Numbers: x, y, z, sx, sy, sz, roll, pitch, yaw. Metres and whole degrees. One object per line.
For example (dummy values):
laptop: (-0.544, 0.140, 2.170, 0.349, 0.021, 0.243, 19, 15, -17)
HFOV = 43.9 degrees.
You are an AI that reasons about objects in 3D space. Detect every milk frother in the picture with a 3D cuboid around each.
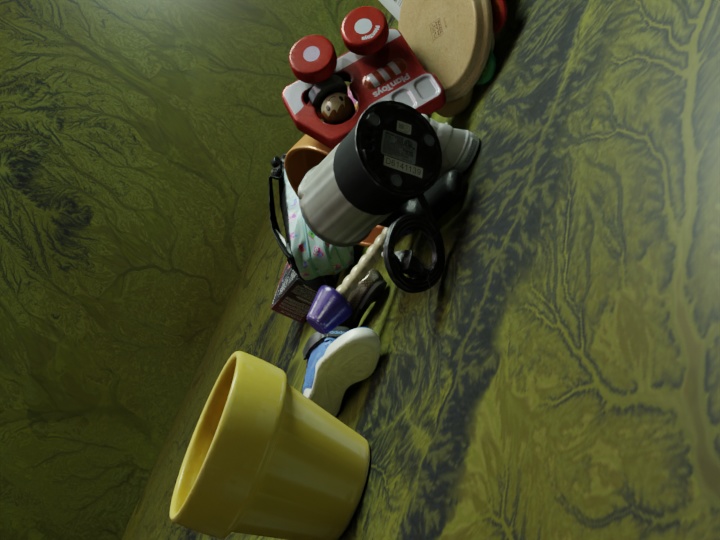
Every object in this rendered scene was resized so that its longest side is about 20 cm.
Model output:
milk frother: (0.017, -0.064, 1.096, 0.188, 0.179, 0.203, -36, 26, 59)

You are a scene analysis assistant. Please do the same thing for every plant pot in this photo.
plant pot: (-0.098, 0.223, 1.034, 0.203, 0.186, 0.202, -59, 14, 25)
plant pot: (0.004, -0.154, 1.342, 0.141, 0.199, 0.200, -51, 6, -24)

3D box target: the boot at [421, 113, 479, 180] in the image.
boot: (0.082, -0.167, 1.198, 0.075, 0.094, 0.200, -67, 12, -9)

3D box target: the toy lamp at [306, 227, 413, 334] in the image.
toy lamp: (0.000, 0.000, 1.205, 0.201, 0.058, 0.058, -50, 7, -21)

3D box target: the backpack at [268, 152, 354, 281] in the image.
backpack: (-0.078, -0.088, 1.532, 0.167, 0.124, 0.204, 50, -152, -58)

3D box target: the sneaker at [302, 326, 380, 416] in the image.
sneaker: (-0.028, 0.107, 1.207, 0.201, 0.075, 0.113, 118, 160, -47)

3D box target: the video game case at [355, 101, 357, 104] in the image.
video game case: (0.017, -0.261, 1.499, 0.199, 0.018, 0.145, -20, 42, 63)

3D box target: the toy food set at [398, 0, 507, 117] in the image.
toy food set: (0.122, -0.330, 1.228, 0.198, 0.048, 0.204, -46, 60, 50)

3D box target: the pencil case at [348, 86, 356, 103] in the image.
pencil case: (0.026, -0.407, 1.914, 0.082, 0.087, 0.200, -36, -3, -29)

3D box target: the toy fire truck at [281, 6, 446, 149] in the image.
toy fire truck: (-0.001, -0.246, 1.226, 0.197, 0.170, 0.113, -29, -26, -3)

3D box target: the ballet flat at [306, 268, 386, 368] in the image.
ballet flat: (-0.029, 0.070, 1.298, 0.067, 0.046, 0.201, -24, -26, -53)

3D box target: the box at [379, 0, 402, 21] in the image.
box: (0.113, -0.476, 1.320, 0.130, 0.199, 0.201, -29, -19, -45)

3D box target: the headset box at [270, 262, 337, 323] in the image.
headset box: (-0.098, 0.000, 1.702, 0.200, 0.074, 0.151, -44, 25, 60)
